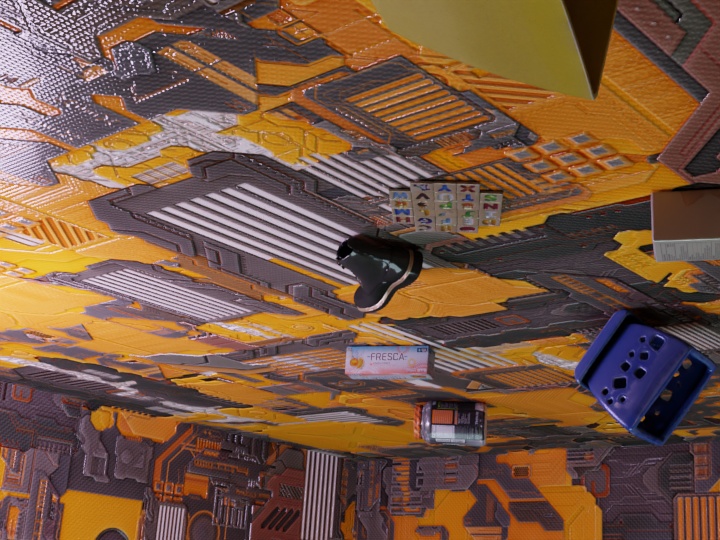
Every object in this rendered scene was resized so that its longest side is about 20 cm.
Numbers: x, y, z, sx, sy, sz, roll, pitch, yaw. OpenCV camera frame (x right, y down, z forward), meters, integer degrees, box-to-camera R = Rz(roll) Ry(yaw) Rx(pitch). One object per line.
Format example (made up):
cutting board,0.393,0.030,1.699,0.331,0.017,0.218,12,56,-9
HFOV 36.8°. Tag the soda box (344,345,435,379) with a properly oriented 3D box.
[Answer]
soda box,0.067,0.212,2.484,0.200,0.068,0.064,-1,162,18

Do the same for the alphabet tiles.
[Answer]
alphabet tiles,0.128,-0.093,1.627,0.166,0.006,0.200,2,162,6

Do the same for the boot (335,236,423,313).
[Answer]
boot,0.000,0.000,1.858,0.138,0.078,0.200,16,146,-22

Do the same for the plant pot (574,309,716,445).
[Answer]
plant pot,0.541,0.198,2.095,0.180,0.200,0.200,38,-174,36

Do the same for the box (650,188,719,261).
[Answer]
box,0.512,-0.064,1.518,0.200,0.078,0.095,-2,161,17

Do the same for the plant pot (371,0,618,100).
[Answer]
plant pot,0.098,-0.267,0.825,0.176,0.200,0.200,9,165,24

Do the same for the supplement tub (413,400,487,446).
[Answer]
supplement tub,0.251,0.426,3.023,0.200,0.123,0.123,1,162,9
